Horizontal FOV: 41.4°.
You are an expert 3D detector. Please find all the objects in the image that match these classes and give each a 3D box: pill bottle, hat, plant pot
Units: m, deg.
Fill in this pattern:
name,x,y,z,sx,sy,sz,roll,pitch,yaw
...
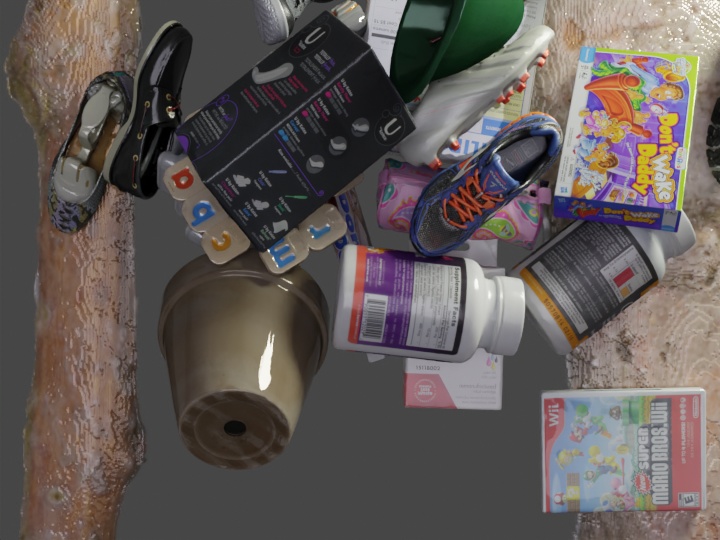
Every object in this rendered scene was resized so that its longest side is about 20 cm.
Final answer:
name,x,y,z,sx,sy,sz,roll,pitch,yaw
pill bottle,0.271,-0.007,1.080,0.199,0.116,0.117,-37,91,3
hat,0.144,-0.237,0.946,0.173,0.167,0.203,15,115,-19
pill bottle,0.071,0.039,1.019,0.195,0.111,0.114,7,93,-3
plant pot,-0.129,0.107,1.024,0.195,0.175,0.203,-1,127,-1

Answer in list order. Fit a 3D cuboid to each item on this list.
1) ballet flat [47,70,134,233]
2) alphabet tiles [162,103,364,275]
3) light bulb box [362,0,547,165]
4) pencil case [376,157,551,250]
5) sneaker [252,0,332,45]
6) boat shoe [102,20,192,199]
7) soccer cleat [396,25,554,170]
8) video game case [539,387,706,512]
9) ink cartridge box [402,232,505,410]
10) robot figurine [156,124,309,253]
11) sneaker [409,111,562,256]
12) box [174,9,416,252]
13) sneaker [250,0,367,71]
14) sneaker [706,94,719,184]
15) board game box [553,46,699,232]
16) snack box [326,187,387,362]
name,x,y,z,sx,sy,sz,roll,pitch,yaw
ballet flat,-0.321,-0.140,1.110,0.071,0.072,0.204,24,93,0
alphabet tiles,-0.103,-0.100,1.026,0.194,0.015,0.202,-31,82,-13
light bulb box,0.093,-0.224,1.070,0.194,0.125,0.205,9,93,0
pencil case,0.116,-0.077,1.093,0.195,0.087,0.090,8,93,4
sneaker,-0.066,-0.312,1.042,0.111,0.201,0.077,-14,123,-2
boat shoe,-0.231,-0.183,1.099,0.062,0.073,0.205,25,99,19
soccer cleat,0.112,-0.190,0.977,0.199,0.069,0.078,-42,85,4
video game case,0.313,0.215,1.138,0.195,0.017,0.147,-1,93,1
ink cartridge box,0.108,0.054,1.110,0.114,0.067,0.205,1,92,1
robot figurine,-0.133,-0.089,1.086,0.197,0.113,0.172,26,65,0
sneaker,0.128,-0.091,0.976,0.200,0.078,0.075,-44,94,3
box,-0.065,-0.137,0.933,0.199,0.123,0.106,-38,130,0
sneaker,-0.046,-0.233,1.056,0.078,0.199,0.078,-39,102,-29
sneaker,0.459,-0.189,1.089,0.088,0.078,0.205,12,93,-3
board game box,0.294,-0.148,1.050,0.131,0.045,0.204,8,64,15
snack box,0.000,0.000,1.107,0.024,0.072,0.204,-16,92,21
